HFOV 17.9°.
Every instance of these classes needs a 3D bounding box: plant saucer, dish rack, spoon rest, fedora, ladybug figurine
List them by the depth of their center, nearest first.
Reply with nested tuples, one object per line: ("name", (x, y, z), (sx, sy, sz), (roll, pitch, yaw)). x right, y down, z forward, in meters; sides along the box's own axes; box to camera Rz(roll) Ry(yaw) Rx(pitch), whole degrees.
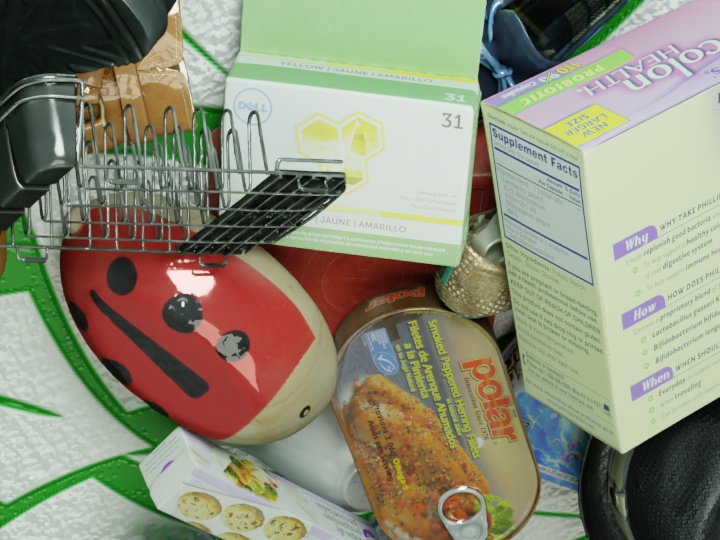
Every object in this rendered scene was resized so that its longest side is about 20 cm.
("dish rack", (-0.113, -0.048, 1.231), (0.199, 0.055, 0.153), (2, 163, -29))
("ladybug figurine", (-0.103, 0.035, 1.375), (0.200, 0.072, 0.136), (39, 128, -13))
("plant saucer", (0.000, 0.000, 1.430), (0.198, 0.037, 0.201), (-3, 126, -14))
("fedora", (0.237, 0.144, 1.481), (0.199, 0.092, 0.202), (-8, 119, -14))
("spoon rest", (-0.037, 0.119, 1.504), (0.199, 0.061, 0.100), (2, 128, -32))

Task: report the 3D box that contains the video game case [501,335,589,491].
("video game case", (0.192, 0.072, 1.520), (0.199, 0.046, 0.182), (21, 117, -31))

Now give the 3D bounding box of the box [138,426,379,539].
("box", (-0.058, 0.155, 1.452), (0.041, 0.039, 0.200), (-42, 137, 14))

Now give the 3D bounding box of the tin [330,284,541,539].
("tin", (0.048, 0.097, 1.454), (0.111, 0.042, 0.201), (-14, 122, 8))

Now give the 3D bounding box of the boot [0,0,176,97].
("boot", (-0.143, -0.175, 1.205), (0.199, 0.169, 0.077), (-2, 131, 37))

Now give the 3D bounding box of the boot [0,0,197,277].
("boot", (-0.170, -0.080, 1.305), (0.154, 0.077, 0.202), (-5, 115, -8))

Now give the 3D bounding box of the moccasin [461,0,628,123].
("moccasin", (0.091, -0.144, 1.327), (0.080, 0.068, 0.200), (33, 112, -32))

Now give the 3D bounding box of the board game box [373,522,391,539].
("board game box", (-0.004, 0.279, 1.559), (0.200, 0.153, 0.045), (-43, 134, 18))

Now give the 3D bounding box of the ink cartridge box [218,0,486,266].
("ink cartridge box", (-0.003, -0.108, 1.293), (0.144, 0.048, 0.201), (7, 119, 5))

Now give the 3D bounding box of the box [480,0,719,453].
("box", (0.177, -0.030, 1.327), (0.175, 0.097, 0.201), (-27, 124, -25))

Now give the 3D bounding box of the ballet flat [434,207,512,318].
("ballet flat", (0.136, -0.032, 1.393), (0.199, 0.071, 0.066), (-28, 148, -20))
